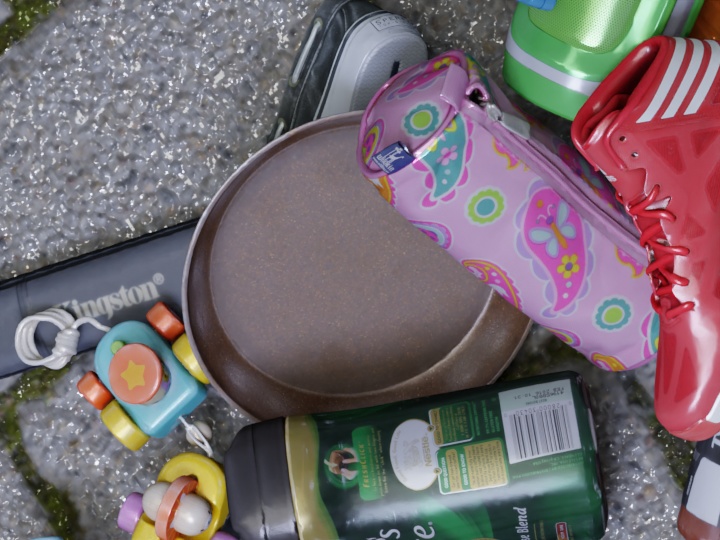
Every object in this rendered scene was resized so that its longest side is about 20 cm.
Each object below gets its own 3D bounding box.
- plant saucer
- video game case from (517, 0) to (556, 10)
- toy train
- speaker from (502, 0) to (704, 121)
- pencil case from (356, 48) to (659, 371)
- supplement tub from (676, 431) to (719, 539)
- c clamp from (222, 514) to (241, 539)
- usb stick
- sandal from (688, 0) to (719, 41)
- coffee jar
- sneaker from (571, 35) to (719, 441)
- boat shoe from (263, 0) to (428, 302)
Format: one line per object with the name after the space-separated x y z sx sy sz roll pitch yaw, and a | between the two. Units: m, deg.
0.000 0.000 1.533 0.199 0.035 0.201 -5 117 -9 | plant saucer
0.066 -0.225 1.485 0.200 0.018 0.144 32 107 58 | video game case
-0.145 0.113 1.573 0.149 0.056 0.201 -5 79 13 | toy train
0.142 -0.176 1.442 0.088 0.088 0.201 27 107 16 | speaker
0.088 -0.031 1.471 0.087 0.088 0.200 -42 118 16 | pencil case
0.235 0.056 1.462 0.106 0.107 0.201 16 98 18 | supplement tub
-0.043 0.204 1.614 0.200 0.027 0.171 44 100 14 | c clamp
-0.147 0.015 1.633 0.199 0.033 0.056 -17 89 19 | usb stick
0.215 -0.170 1.476 0.206 0.059 0.080 -29 74 33 | sandal
0.029 0.114 1.513 0.199 0.104 0.086 -9 68 4 | coffee jar
0.146 -0.021 1.421 0.078 0.115 0.201 -3 76 62 | sneaker
-0.018 -0.058 1.569 0.071 0.072 0.201 44 120 45 | boat shoe
